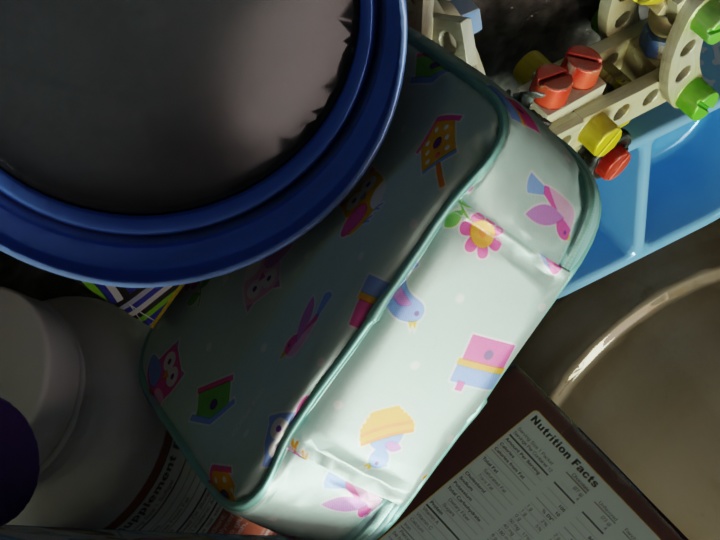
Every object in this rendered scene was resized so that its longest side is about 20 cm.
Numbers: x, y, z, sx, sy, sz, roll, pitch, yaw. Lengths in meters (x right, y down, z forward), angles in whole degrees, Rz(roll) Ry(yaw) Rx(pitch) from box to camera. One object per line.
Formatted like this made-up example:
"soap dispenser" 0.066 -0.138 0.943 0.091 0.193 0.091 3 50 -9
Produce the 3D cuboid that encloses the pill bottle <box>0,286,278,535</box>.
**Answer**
"pill bottle" -0.111 0.077 0.998 0.112 0.112 0.200 -46 143 10

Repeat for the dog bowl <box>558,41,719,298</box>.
"dog bowl" 0.130 -0.051 1.123 0.199 0.050 0.112 -26 142 -18

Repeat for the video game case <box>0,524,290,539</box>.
"video game case" -0.058 0.118 0.884 0.199 0.143 0.018 6 88 -27

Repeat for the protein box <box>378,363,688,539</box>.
"protein box" 0.044 0.187 1.086 0.200 0.135 0.199 -38 160 -15

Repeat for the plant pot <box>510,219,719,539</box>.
"plant pot" 0.198 0.103 1.245 0.199 0.174 0.201 -23 142 -19

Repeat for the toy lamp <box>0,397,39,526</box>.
"toy lamp" -0.197 0.085 0.893 0.058 0.059 0.200 -4 174 -39

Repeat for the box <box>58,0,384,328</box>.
"box" -0.054 -0.080 0.894 0.064 0.070 0.200 31 110 -14

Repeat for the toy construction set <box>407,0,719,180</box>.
"toy construction set" 0.093 -0.095 1.005 0.199 0.092 0.131 -13 146 -27

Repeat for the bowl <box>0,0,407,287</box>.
"bowl" -0.082 -0.091 0.823 0.199 0.039 0.202 -2 116 -4

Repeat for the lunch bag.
"lunch bag" 0.000 0.000 0.891 0.077 0.160 0.200 31 97 -32
